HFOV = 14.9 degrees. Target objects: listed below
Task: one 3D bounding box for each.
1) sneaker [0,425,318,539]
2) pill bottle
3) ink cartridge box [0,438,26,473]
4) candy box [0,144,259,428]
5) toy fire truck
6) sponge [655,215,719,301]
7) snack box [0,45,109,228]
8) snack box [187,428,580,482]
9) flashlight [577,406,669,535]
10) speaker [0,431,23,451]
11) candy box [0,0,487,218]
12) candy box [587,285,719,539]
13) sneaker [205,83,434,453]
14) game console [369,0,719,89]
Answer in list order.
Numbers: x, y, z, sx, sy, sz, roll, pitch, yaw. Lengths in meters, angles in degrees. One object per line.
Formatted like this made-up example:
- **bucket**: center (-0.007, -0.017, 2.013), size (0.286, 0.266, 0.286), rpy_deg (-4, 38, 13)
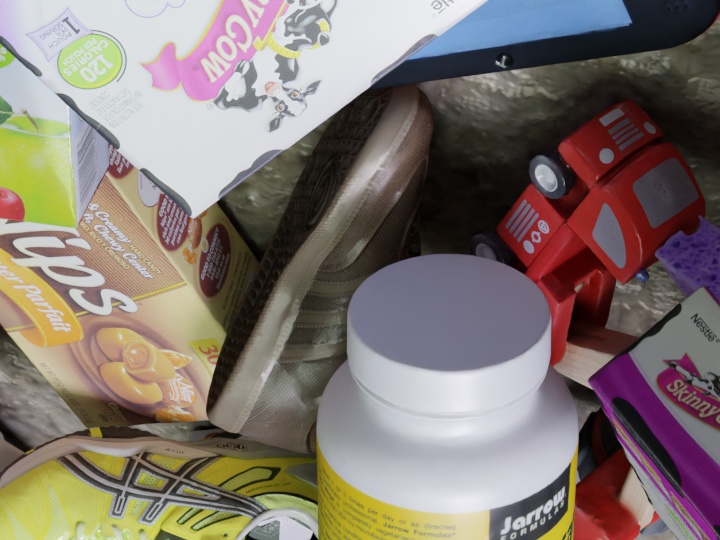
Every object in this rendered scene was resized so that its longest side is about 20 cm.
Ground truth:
- **sneaker**: center (-0.092, 0.121, 1.308), size (0.198, 0.077, 0.076), rpy_deg (-10, 125, -11)
- **pill bottle**: center (0.037, 0.099, 1.181), size (0.112, 0.113, 0.201), rpy_deg (7, 126, 11)
- **ink cartridge box**: center (-0.281, 0.086, 1.365), size (0.146, 0.085, 0.199), rpy_deg (35, 163, -36)
- **candy box**: center (-0.121, -0.007, 1.275), size (0.115, 0.056, 0.200), rpy_deg (-6, 138, 27)
- **toy fire truck**: center (0.105, 0.033, 1.192), size (0.141, 0.049, 0.200), rpy_deg (50, 143, 10)
- **sponge**: center (0.192, 0.063, 1.067), size (0.030, 0.200, 0.112), rpy_deg (-38, 124, -3)
- **snack box**: center (-0.179, -0.119, 1.107), size (0.141, 0.053, 0.201), rpy_deg (7, 126, 9)
- **snack box**: center (0.010, 0.104, 1.402), size (0.199, 0.024, 0.072), rpy_deg (-6, 138, 27)
- **flashlight**: center (0.153, 0.046, 1.237), size (0.068, 0.068, 0.200), rpy_deg (20, 145, -2)
- **speaker**: center (-0.173, 0.161, 1.498), size (0.081, 0.082, 0.200), rpy_deg (-14, 134, 35)
- **candy box**: center (-0.066, -0.142, 0.997), size (0.167, 0.072, 0.200), rpy_deg (-35, 117, 25)
- **candy box**: center (0.164, 0.100, 1.077), size (0.137, 0.061, 0.200), rpy_deg (52, 178, 21)
- **sneaker**: center (0.000, 0.000, 1.211), size (0.075, 0.071, 0.201), rpy_deg (20, 128, -14)
- **game console**: center (0.029, -0.145, 1.059), size (0.199, 0.031, 0.177), rpy_deg (-6, 139, 26)
